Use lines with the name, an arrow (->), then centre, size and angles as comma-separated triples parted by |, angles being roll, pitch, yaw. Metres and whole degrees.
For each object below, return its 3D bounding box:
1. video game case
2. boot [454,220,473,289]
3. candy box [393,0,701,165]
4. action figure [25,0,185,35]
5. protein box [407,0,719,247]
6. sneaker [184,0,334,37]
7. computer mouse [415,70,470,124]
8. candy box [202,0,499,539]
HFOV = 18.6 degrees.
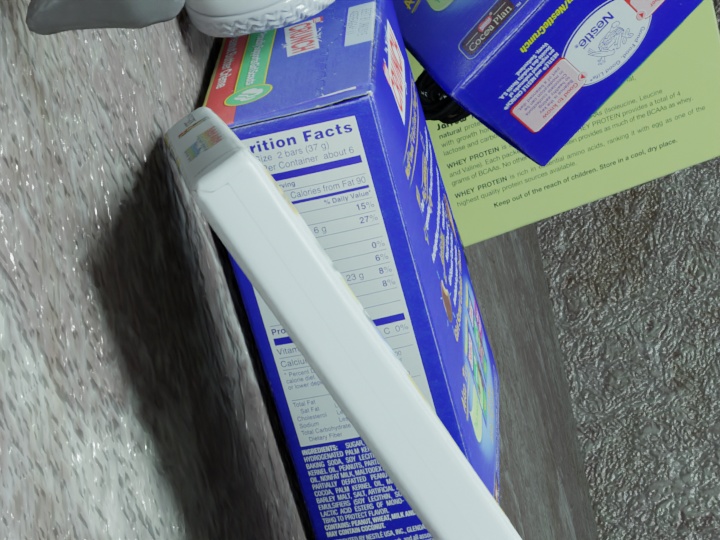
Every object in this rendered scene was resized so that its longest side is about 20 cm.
video game case -> 0.007, 0.040, 0.691 | 0.200, 0.023, 0.182 | 55, -1, -11
boot -> 0.008, -0.049, 1.075 | 0.132, 0.070, 0.201 | -81, 156, -77
candy box -> 0.077, -0.172, 1.015 | 0.077, 0.169, 0.200 | 36, 13, -42
action figure -> -0.093, -0.134, 0.500 | 0.200, 0.105, 0.193 | 50, 5, -10
protein box -> 0.093, -0.149, 1.297 | 0.135, 0.198, 0.201 | -127, -161, -65
sneaker -> -0.043, -0.182, 0.888 | 0.200, 0.075, 0.114 | -86, 164, -59
computer mouse -> 0.049, -0.169, 1.155 | 0.046, 0.140, 0.200 | 16, 38, -45
candy box -> 0.000, 0.000, 0.896 | 0.169, 0.077, 0.201 | -82, 158, -68
